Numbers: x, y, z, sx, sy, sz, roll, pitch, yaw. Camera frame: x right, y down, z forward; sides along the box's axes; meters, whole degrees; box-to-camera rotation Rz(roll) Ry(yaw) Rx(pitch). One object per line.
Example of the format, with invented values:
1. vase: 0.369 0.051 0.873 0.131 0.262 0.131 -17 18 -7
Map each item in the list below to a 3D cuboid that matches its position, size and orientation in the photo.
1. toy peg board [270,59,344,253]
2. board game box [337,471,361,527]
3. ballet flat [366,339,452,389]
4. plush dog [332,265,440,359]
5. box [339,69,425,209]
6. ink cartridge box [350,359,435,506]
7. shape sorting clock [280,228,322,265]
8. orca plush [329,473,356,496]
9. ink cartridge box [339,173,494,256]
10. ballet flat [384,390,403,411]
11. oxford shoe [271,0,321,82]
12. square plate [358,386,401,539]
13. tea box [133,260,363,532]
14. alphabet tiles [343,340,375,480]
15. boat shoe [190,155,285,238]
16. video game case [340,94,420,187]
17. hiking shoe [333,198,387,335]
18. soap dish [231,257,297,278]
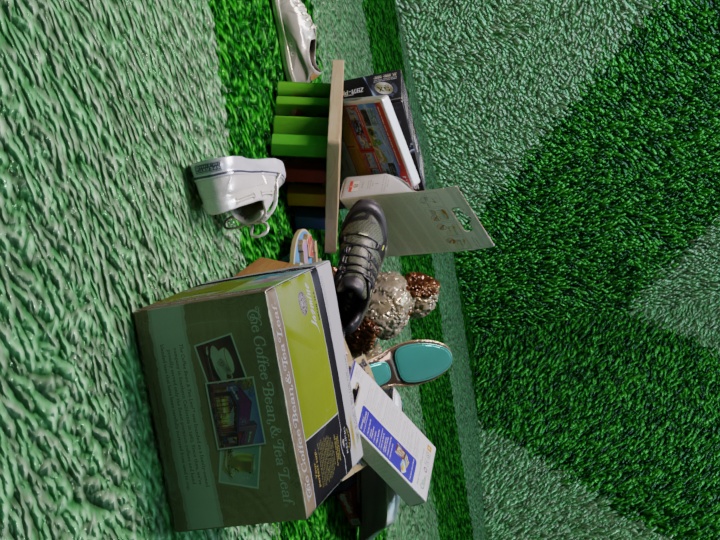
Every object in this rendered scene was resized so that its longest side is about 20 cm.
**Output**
1. toy peg board: -0.076 -0.167 1.776 0.202 0.096 0.201 -88 -179 -48
2. board game box: -0.018 0.271 1.859 0.104 0.019 0.202 72 13 -49
3. ballet flat: 0.043 0.148 1.870 0.065 0.197 0.072 174 -94 -68
4. plush dog: 0.028 0.051 1.904 0.161 0.200 0.172 49 -13 -12
5. box: 0.012 -0.215 2.059 0.087 0.161 0.202 -89 167 -48
6. ink cartridge box: 0.030 0.222 1.671 0.201 0.037 0.095 51 35 -29
7. shape sorting clock: -0.069 0.043 1.704 0.200 0.039 0.203 -9 90 -80
8. orca plush: -0.004 0.239 1.726 0.201 0.070 0.107 -71 173 -64
9. ink cartridge box: 0.089 -0.089 1.876 0.162 0.197 0.051 51 42 -46
10. ballet flat: 0.029 0.220 2.081 0.201 0.072 0.074 77 8 -59
11. oxford shoe: -0.099 -0.379 1.874 0.075 0.057 0.203 -41 120 -76
12. square plate: 0.031 0.294 1.809 0.200 0.028 0.201 118 -23 -65
13. tea box: -0.096 0.110 1.143 0.197 0.132 0.203 -26 106 -74
14. alphabet tiles: -0.025 0.183 1.653 0.199 0.006 0.168 -20 87 -59
15. boat shoe: -0.127 -0.078 1.369 0.202 0.073 0.088 -12 92 -78
16. video game case: -0.004 -0.194 1.887 0.017 0.199 0.145 -37 115 -33
17. hiking shoe: 0.000 0.000 1.764 0.101 0.075 0.203 -116 -144 -79
18. soap dish: -0.102 0.077 1.351 0.200 0.080 0.160 -51 131 -76
